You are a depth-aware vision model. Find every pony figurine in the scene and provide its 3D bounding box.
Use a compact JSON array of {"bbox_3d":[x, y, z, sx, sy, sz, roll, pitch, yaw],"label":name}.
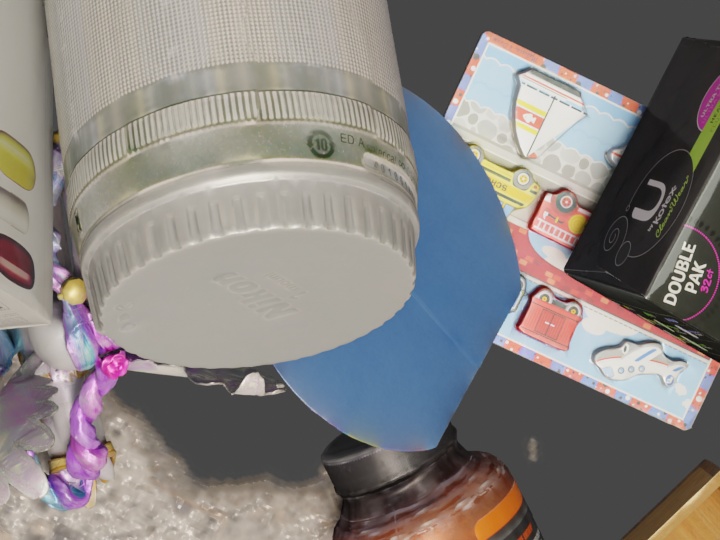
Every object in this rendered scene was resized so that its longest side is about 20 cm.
[{"bbox_3d":[-0.143,0.031,1.363,0.166,0.193,0.201,-16,97,-17],"label":"pony figurine"}]

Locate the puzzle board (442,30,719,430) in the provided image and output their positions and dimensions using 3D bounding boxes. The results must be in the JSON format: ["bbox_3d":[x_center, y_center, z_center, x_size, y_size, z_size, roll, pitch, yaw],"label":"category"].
[{"bbox_3d":[0.123,-0.020,1.484,0.199,0.017,0.151,25,93,-12],"label":"puzzle board"}]

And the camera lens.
[{"bbox_3d":[-0.059,-0.075,1.260,0.159,0.160,0.201,-6,64,-8],"label":"camera lens"}]

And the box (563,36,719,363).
[{"bbox_3d":[0.237,-0.011,1.435,0.200,0.124,0.149,29,88,-17],"label":"box"}]

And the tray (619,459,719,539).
[{"bbox_3d":[0.223,0.211,1.520,0.099,0.037,0.200,-43,102,-2],"label":"tray"}]

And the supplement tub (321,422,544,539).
[{"bbox_3d":[0.053,0.170,1.452,0.107,0.107,0.201,-26,101,-5],"label":"supplement tub"}]

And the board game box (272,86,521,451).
[{"bbox_3d":[0.000,0.000,1.408,0.158,0.039,0.200,47,49,-20],"label":"board game box"}]

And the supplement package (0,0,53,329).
[{"bbox_3d":[-0.231,-0.075,1.269,0.155,0.111,0.201,-5,75,12],"label":"supplement package"}]
